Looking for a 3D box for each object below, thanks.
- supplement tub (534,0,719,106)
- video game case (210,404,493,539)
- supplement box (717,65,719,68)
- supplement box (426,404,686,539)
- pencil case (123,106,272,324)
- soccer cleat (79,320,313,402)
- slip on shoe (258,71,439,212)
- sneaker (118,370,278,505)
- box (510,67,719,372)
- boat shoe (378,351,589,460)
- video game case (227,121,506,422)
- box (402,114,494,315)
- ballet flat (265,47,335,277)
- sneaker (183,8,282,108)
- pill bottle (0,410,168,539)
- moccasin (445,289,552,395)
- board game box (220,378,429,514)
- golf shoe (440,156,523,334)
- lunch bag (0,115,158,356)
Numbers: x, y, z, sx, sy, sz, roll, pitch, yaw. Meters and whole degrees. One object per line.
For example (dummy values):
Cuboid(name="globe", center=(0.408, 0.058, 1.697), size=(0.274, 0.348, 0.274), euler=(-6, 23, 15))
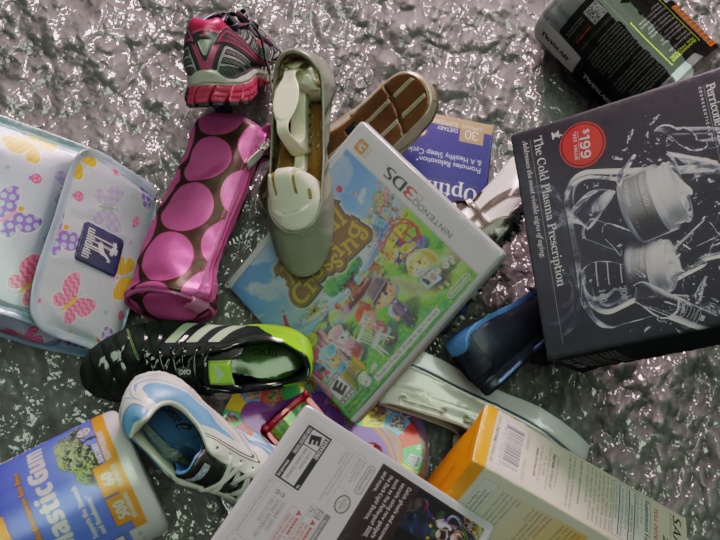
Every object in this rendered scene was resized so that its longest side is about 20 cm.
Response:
Cuboid(name="supplement tub", center=(0.286, -0.220, 0.955), size=(0.122, 0.123, 0.200), euler=(-39, 82, -18))
Cuboid(name="video game case", center=(-0.020, 0.227, 0.698), size=(0.181, 0.023, 0.201), euler=(31, 57, 10))
Cuboid(name="supplement box", center=(0.383, -0.093, 0.884), size=(0.101, 0.201, 0.103), euler=(-34, 40, -17))
Cuboid(name="supplement box", center=(0.156, 0.220, 0.785), size=(0.199, 0.127, 0.074), euler=(30, 36, -2))
Cuboid(name="pencil case", center=(-0.139, -0.048, 0.840), size=(0.093, 0.091, 0.202), euler=(4, 64, 27))
Cuboid(name="soccer cleat", center=(-0.136, 0.077, 0.781), size=(0.197, 0.081, 0.069), euler=(-5, 97, -11))
Cuboid(name="slip on shoe", center=(-0.009, -0.114, 0.891), size=(0.199, 0.061, 0.076), euler=(-40, 80, 14))
Cuboid(name="sneaker", center=(-0.112, 0.159, 0.750), size=(0.199, 0.073, 0.072), euler=(39, 112, -20))
Cuboid(name="box", center=(0.238, -0.034, 0.768), size=(0.180, 0.104, 0.203), euler=(-15, 72, 26))
Cuboid(name="boat shoe", center=(0.108, 0.142, 0.840), size=(0.198, 0.071, 0.070), euler=(28, 72, -2))
Cuboid(name="video game case", center=(0.000, 0.000, 0.832), size=(0.182, 0.022, 0.200), euler=(45, 100, 18))
Cuboid(name="box", center=(0.063, -0.061, 0.919), size=(0.119, 0.032, 0.203), euler=(10, 73, -6))
Cuboid(name="ballet flat", center=(-0.059, -0.097, 0.819), size=(0.067, 0.064, 0.203), euler=(0, 83, 20))
Cuboid(name="sneaker", center=(-0.114, -0.208, 0.865), size=(0.079, 0.200, 0.076), euler=(-2, 112, 3))
Cuboid(name="pill bottle", center=(-0.265, 0.205, 0.743), size=(0.198, 0.112, 0.113), euler=(-26, 78, -16))
Cuboid(name="moccasin", center=(0.158, 0.060, 0.859), size=(0.199, 0.080, 0.069), euler=(-23, 81, -34))
Cuboid(name="board game box", center=(-0.031, 0.160, 0.830), size=(0.197, 0.039, 0.160), euler=(6, 72, -8))
Cuboid(name="golf shoe", center=(0.093, -0.041, 0.860), size=(0.094, 0.078, 0.201), euler=(34, 73, 1))
Cuboid(name="lunch bag", center=(-0.285, -0.029, 0.807), size=(0.198, 0.127, 0.172), euler=(21, 70, -18))
